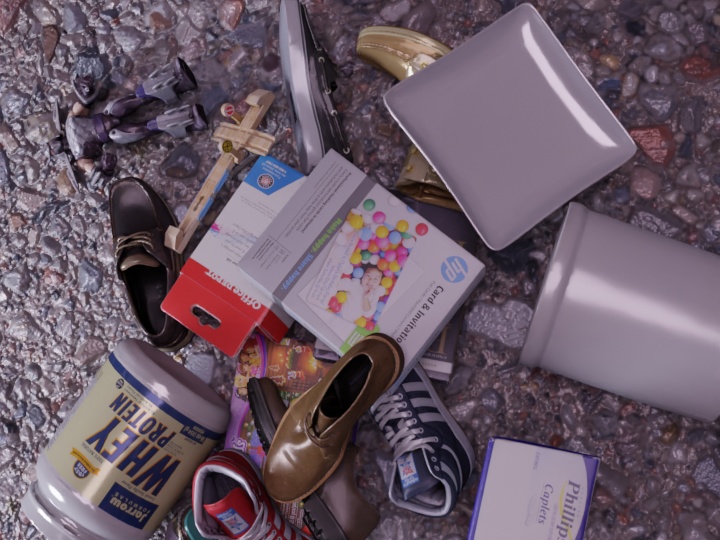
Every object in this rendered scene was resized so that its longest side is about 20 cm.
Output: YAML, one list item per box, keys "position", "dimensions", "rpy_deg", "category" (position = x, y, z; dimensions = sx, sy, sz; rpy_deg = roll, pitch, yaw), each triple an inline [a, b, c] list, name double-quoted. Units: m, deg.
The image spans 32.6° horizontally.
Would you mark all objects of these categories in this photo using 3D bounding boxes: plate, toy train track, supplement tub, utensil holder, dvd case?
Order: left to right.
- position: [-0.242, 0.189, 1.269]
  dimensions: [0.144, 0.145, 0.201]
  rpy_deg: [35, 89, 11]
  category: "supplement tub"
- position: [-0.158, -0.114, 1.327]
  dimensions: [0.114, 0.032, 0.202]
  rpy_deg: [19, 77, 50]
  category: "toy train track"
- position: [0.041, 0.011, 1.307]
  dimensions: [0.146, 0.016, 0.203]
  rpy_deg: [10, 71, 8]
  category: "dvd case"
- position: [0.153, -0.147, 1.267]
  dimensions: [0.198, 0.032, 0.201]
  rpy_deg: [-34, 81, -15]
  category: "plate"
- position: [0.275, 0.042, 1.217]
  dimensions: [0.197, 0.170, 0.172]
  rpy_deg: [18, 84, 7]
  category: "utensil holder"

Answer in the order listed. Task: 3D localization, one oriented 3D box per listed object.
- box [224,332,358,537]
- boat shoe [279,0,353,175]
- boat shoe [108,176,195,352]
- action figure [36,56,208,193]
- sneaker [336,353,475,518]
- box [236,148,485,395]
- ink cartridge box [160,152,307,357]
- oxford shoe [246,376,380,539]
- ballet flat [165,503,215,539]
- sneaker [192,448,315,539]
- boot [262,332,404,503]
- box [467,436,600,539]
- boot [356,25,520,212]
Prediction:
- position: [-0.073, 0.174, 1.305]
  dimensions: [0.134, 0.039, 0.203]
  rpy_deg: [7, 82, 8]
  category: "box"
- position: [-0.051, -0.203, 1.353]
  dimensions: [0.056, 0.069, 0.203]
  rpy_deg: [-8, 81, -13]
  category: "boat shoe"
- position: [-0.229, -0.012, 1.336]
  dimensions: [0.074, 0.073, 0.203]
  rpy_deg: [-22, 79, 3]
  category: "boat shoe"
- position: [-0.273, -0.165, 1.370]
  dimensions: [0.197, 0.069, 0.132]
  rpy_deg: [-20, 84, 7]
  category: "action figure"
- position: [0.039, 0.156, 1.226]
  dimensions: [0.070, 0.109, 0.201]
  rpy_deg: [-33, 102, 29]
  category: "sneaker"
- position: [0.000, 0.000, 1.222]
  dimensions: [0.199, 0.041, 0.156]
  rpy_deg: [38, 81, 13]
  category: "box"
- position: [-0.106, -0.008, 1.301]
  dimensions: [0.115, 0.067, 0.201]
  rpy_deg: [30, 80, 26]
  category: "ink cartridge box"
- position: [-0.048, 0.187, 1.253]
  dimensions: [0.084, 0.073, 0.201]
  rpy_deg: [-31, 81, -15]
  category: "oxford shoe"
- position: [-0.132, 0.330, 1.276]
  dimensions: [0.072, 0.072, 0.201]
  rpy_deg: [-38, 95, 0]
  category: "ballet flat"
- position: [-0.097, 0.267, 1.217]
  dimensions: [0.071, 0.112, 0.201]
  rpy_deg: [-39, 81, 3]
  category: "sneaker"
- position: [-0.040, 0.144, 1.159]
  dimensions: [0.073, 0.075, 0.201]
  rpy_deg: [39, 109, 11]
  category: "boot"
- position: [0.158, 0.259, 1.180]
  dimensions: [0.103, 0.200, 0.187]
  rpy_deg: [12, 83, 10]
  category: "box"
- position: [0.062, -0.162, 1.319]
  dimensions: [0.198, 0.073, 0.157]
  rpy_deg: [25, 78, 4]
  category: "boot"
